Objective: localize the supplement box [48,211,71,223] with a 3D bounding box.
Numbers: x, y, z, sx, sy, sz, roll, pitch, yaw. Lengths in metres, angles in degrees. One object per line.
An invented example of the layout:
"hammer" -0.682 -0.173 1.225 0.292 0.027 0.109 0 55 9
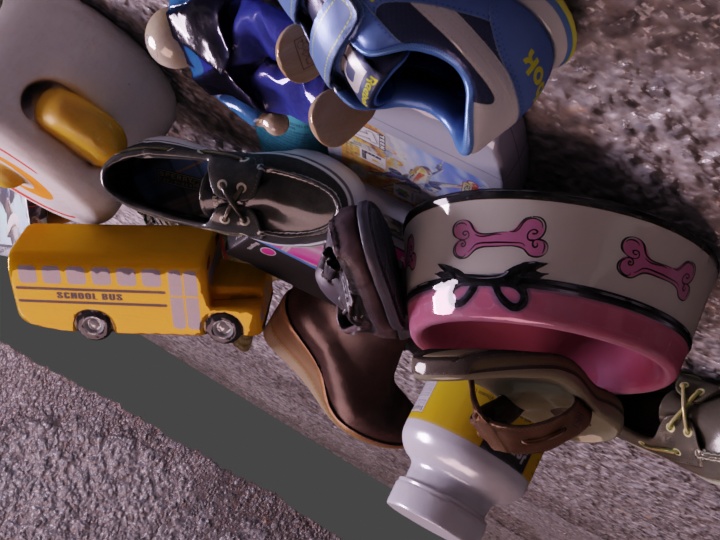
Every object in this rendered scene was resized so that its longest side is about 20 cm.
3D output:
"supplement box" -0.291 -0.084 1.005 0.199 0.068 0.067 -6 111 59

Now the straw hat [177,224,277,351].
"straw hat" -0.099 -0.025 0.945 0.084 0.203 0.201 -18 152 6

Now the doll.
"doll" -0.072 -0.132 0.587 0.199 0.048 0.137 27 150 51

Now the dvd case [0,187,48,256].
"dvd case" -0.345 -0.113 0.989 0.022 0.202 0.145 -11 -170 -32

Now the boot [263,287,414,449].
"boot" 0.019 0.075 0.928 0.200 0.073 0.166 41 131 -14

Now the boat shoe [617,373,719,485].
"boat shoe" 0.254 0.118 0.789 0.060 0.073 0.201 30 170 -21

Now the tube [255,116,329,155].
"tube" -0.049 -0.100 0.713 0.077 0.051 0.200 22 158 14

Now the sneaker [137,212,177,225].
"sneaker" -0.198 -0.052 1.053 0.199 0.086 0.078 37 164 -11

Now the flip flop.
"flip flop" 0.105 0.089 0.629 0.080 0.058 0.200 -1 159 37

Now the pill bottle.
"pill bottle" 0.103 0.119 0.825 0.111 0.201 0.112 27 165 8

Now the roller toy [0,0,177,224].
"roller toy" -0.253 -0.127 0.813 0.199 0.141 0.183 26 165 11

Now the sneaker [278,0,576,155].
"sneaker" -0.001 -0.127 0.463 0.199 0.083 0.074 30 166 6

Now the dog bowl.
"dog bowl" 0.118 0.022 0.630 0.198 0.075 0.200 12 164 3

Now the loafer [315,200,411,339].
"loafer" -0.002 0.012 0.671 0.062 0.073 0.200 -12 162 7

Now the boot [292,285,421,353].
"boot" 0.018 0.056 1.022 0.173 0.070 0.200 27 159 12

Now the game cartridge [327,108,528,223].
"game cartridge" 0.041 -0.073 0.648 0.132 0.042 0.200 31 165 11

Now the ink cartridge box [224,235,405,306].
"ink cartridge box" 0.000 0.000 0.798 0.199 0.037 0.094 25 151 -25

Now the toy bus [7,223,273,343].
"toy bus" -0.174 0.008 0.814 0.198 0.065 0.079 1 121 4

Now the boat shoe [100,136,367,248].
"boat shoe" -0.092 -0.052 0.697 0.198 0.069 0.057 11 -160 26
